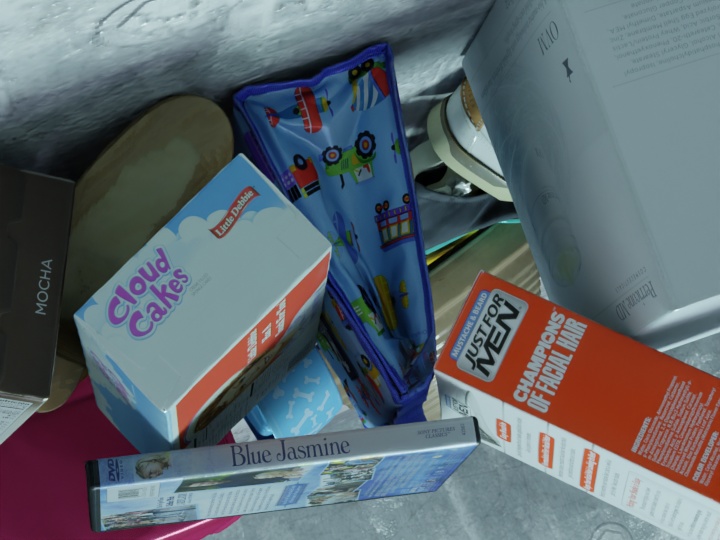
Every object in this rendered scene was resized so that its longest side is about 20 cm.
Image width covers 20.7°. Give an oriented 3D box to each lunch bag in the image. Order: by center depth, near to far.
[{"bbox_3d":[0.000,0.000,1.086,0.093,0.202,0.151,-19,171,-10],"label":"lunch bag"}]

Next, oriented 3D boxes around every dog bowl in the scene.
[{"bbox_3d":[-0.057,0.060,1.210,0.049,0.112,0.200,-31,175,-9],"label":"dog bowl"}]

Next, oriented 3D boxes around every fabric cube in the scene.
[{"bbox_3d":[-0.203,0.105,1.270,0.198,0.201,0.196,-20,171,-15],"label":"fabric cube"}]

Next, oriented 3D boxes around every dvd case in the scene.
[{"bbox_3d":[-0.045,0.109,1.038,0.198,0.018,0.143,-6,165,-9],"label":"dvd case"}]

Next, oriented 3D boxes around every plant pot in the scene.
[{"bbox_3d":[0.056,0.046,1.369,0.200,0.093,0.201,-34,180,0],"label":"plant pot"}]

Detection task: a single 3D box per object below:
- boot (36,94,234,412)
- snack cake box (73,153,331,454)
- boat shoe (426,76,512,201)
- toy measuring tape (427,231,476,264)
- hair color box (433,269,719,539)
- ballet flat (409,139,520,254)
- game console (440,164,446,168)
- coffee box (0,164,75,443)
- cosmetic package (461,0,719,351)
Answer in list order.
[{"bbox_3d":[-0.132,-0.025,1.076,0.202,0.070,0.144,-57,-169,16],"label":"boot"},{"bbox_3d":[-0.080,0.032,1.007,0.115,0.067,0.200,-43,171,-15],"label":"snack cake box"},{"bbox_3d":[0.138,-0.063,1.214,0.199,0.075,0.068,23,137,-30],"label":"boat shoe"},{"bbox_3d":[0.060,-0.023,1.530,0.073,0.074,0.200,-18,171,-15],"label":"toy measuring tape"},{"bbox_3d":[0.140,0.082,1.019,0.064,0.199,0.111,-63,168,-15],"label":"hair color box"},{"bbox_3d":[0.068,-0.056,1.246,0.073,0.074,0.199,-27,174,38],"label":"ballet flat"},{"bbox_3d":[0.011,-0.015,1.357,0.200,0.031,0.177,-37,169,-41],"label":"game console"},{"bbox_3d":[-0.212,0.029,1.003,0.079,0.114,0.200,12,159,-19],"label":"coffee box"},{"bbox_3d":[0.155,-0.067,1.041,0.122,0.202,0.199,-19,170,-11],"label":"cosmetic package"}]
